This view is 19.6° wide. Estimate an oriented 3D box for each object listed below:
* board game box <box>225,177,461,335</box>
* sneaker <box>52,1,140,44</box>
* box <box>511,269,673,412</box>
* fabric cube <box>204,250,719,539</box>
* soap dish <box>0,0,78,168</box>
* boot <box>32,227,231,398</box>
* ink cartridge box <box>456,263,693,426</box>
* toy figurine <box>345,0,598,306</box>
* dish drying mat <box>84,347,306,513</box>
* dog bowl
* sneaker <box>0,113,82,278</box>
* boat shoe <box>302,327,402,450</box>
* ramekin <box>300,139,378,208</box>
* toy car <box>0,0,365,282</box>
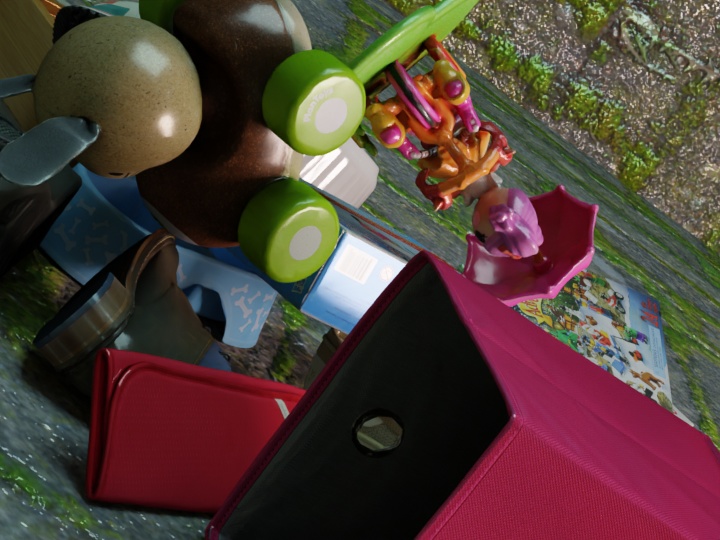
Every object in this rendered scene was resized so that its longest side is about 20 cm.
[{"bbox_3d":[0.000,0.000,1.337,0.200,0.056,0.196,28,6,-37],"label":"board game box"},{"bbox_3d":[-0.100,-0.129,1.330,0.199,0.071,0.093,25,30,30],"label":"sneaker"},{"bbox_3d":[0.162,0.066,1.544,0.136,0.038,0.200,23,31,-12],"label":"box"},{"bbox_3d":[0.067,0.146,1.006,0.199,0.197,0.200,32,14,-21],"label":"fabric cube"},{"bbox_3d":[-0.186,-0.113,1.467,0.157,0.081,0.200,26,17,-41],"label":"soap dish"},{"bbox_3d":[-0.120,0.042,1.182,0.097,0.075,0.200,51,16,-7],"label":"boot"},{"bbox_3d":[0.152,0.091,1.652,0.200,0.088,0.145,42,15,21],"label":"ink cartridge box"},{"bbox_3d":[0.072,-0.063,1.280,0.184,0.150,0.200,51,5,2],"label":"toy figurine"},{"bbox_3d":[-0.076,0.090,1.106,0.018,0.077,0.200,-1,-10,31],"label":"dish drying mat"},{"bbox_3d":[-0.127,-0.013,1.352,0.200,0.050,0.112,21,22,-50],"label":"dog bowl"},{"bbox_3d":[-0.228,-0.053,1.175,0.114,0.076,0.199,35,10,-5],"label":"sneaker"},{"bbox_3d":[0.056,0.101,1.252,0.200,0.063,0.073,25,14,20],"label":"boat shoe"},{"bbox_3d":[-0.070,-0.107,1.614,0.203,0.094,0.202,49,2,-3],"label":"ramekin"},{"bbox_3d":[-0.128,-0.079,1.153,0.199,0.159,0.164,-10,35,-36],"label":"toy car"}]
